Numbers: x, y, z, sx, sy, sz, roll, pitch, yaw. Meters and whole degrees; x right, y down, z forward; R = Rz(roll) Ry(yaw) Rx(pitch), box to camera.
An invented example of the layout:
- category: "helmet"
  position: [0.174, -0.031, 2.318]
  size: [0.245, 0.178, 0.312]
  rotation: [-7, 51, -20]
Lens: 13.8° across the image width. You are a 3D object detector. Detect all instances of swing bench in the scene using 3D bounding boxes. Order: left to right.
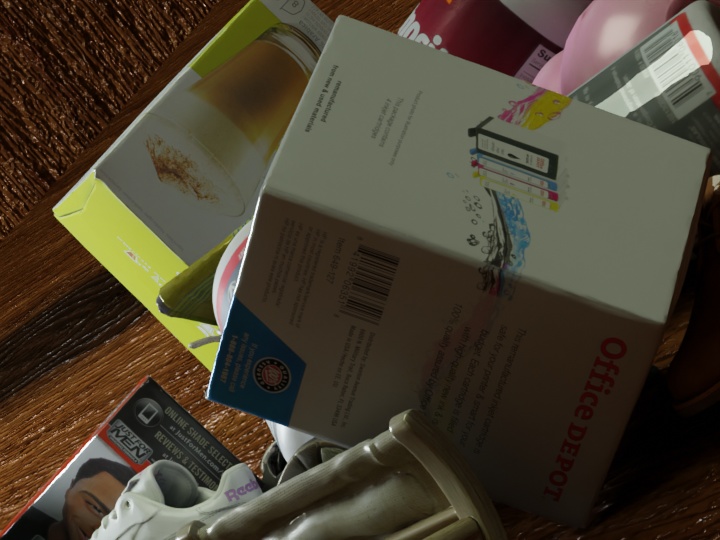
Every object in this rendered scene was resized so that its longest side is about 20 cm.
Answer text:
- category: "swing bench"
  position: [-0.040, 0.193, 1.388]
  size: [0.199, 0.130, 0.200]
  rotation: [-31, 12, 48]

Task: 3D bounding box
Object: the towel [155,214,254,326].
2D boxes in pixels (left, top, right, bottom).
- category: "towel"
  position: [-0.021, -0.027, 1.779]
  size: [0.200, 0.023, 0.143]
  rotation: [-41, -28, 20]

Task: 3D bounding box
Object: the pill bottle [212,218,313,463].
- category: "pill bottle"
  position: [0.002, 0.056, 1.609]
  size: [0.119, 0.120, 0.200]
  rotation: [-41, 38, 8]

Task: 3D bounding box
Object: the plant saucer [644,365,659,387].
- category: "plant saucer"
  position: [0.102, 0.064, 1.616]
  size: [0.070, 0.019, 0.200]
  rotation: [-45, 11, -8]

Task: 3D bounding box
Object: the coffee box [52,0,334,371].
- category: "coffee box"
  position: [-0.072, -0.053, 2.092]
  size: [0.198, 0.200, 0.200]
  rotation: [-47, 6, -15]

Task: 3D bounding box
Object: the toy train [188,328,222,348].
- category: "toy train"
  position: [0.000, 0.000, 1.741]
  size: [0.199, 0.085, 0.116]
  rotation: [-3, -47, -44]

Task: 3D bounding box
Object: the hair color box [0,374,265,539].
- category: "hair color box"
  position: [-0.148, 0.154, 1.841]
  size: [0.061, 0.101, 0.200]
  rotation: [-48, 1, -38]

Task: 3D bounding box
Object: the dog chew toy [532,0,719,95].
- category: "dog chew toy"
  position: [0.153, -0.089, 1.748]
  size: [0.125, 0.124, 0.200]
  rotation: [-53, 7, -37]

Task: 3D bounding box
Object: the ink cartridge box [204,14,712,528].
- category: "ink cartridge box"
  position: [0.049, 0.001, 1.440]
  size: [0.145, 0.199, 0.148]
  rotation: [-68, -2, -48]

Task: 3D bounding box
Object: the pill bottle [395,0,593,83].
- category: "pill bottle"
  position: [0.085, -0.139, 1.848]
  size: [0.200, 0.113, 0.113]
  rotation: [-52, 9, 18]

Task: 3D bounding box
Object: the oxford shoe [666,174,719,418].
- category: "oxford shoe"
  position: [0.184, -0.004, 1.460]
  size: [0.071, 0.071, 0.200]
  rotation: [-30, 19, 41]

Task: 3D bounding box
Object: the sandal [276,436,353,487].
- category: "sandal"
  position: [-0.024, 0.146, 1.526]
  size: [0.054, 0.080, 0.200]
  rotation: [-43, -14, -46]

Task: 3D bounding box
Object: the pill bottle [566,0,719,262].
- category: "pill bottle"
  position: [0.138, -0.045, 1.609]
  size: [0.200, 0.114, 0.114]
  rotation: [-36, 13, 15]

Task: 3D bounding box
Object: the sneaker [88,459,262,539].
- category: "sneaker"
  position: [-0.127, 0.165, 1.735]
  size: [0.199, 0.100, 0.075]
  rotation: [-16, 1, 29]

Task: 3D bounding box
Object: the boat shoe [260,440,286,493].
- category: "boat shoe"
  position: [-0.018, 0.104, 1.773]
  size: [0.200, 0.057, 0.067]
  rotation: [-29, 19, 50]
